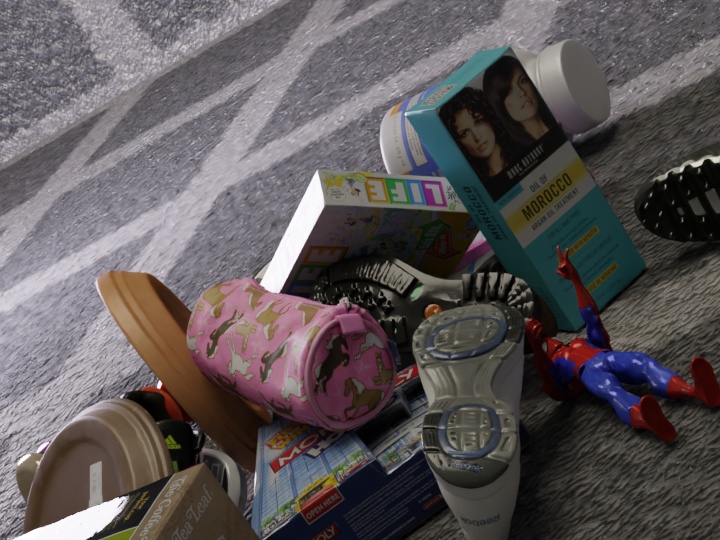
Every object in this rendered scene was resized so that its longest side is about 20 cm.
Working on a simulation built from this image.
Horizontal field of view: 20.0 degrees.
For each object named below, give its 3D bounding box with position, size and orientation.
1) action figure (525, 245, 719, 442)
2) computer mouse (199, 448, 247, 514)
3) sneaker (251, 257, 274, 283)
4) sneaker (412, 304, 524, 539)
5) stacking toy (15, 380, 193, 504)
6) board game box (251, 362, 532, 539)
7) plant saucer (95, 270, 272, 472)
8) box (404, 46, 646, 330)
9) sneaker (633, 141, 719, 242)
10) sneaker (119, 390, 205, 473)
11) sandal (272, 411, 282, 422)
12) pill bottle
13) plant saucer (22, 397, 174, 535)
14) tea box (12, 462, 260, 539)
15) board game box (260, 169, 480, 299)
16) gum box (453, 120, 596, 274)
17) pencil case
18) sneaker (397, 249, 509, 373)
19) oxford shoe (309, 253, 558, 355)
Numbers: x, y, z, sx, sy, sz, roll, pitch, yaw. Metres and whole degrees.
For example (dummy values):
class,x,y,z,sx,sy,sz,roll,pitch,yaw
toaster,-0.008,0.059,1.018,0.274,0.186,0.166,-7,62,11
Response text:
class,x,y,z,sx,sy,sz,roll,pitch,yaw
action figure,0.152,0.046,1.340,0.065,0.099,0.200,-33,13,-13
computer mouse,-0.142,0.176,1.599,0.200,0.044,0.110,2,80,51
sneaker,-0.028,0.000,1.860,0.200,0.074,0.088,-44,17,-30
sneaker,0.072,0.095,1.319,0.074,0.087,0.200,-3,35,10
stacking toy,-0.203,0.146,1.791,0.200,0.086,0.085,-39,16,-32
board game box,0.001,0.130,1.453,0.200,0.062,0.200,-36,17,-4
plant saucer,-0.133,0.073,1.624,0.037,0.200,0.200,-40,16,1
box,0.123,-0.059,1.503,0.082,0.200,0.049,-40,17,-20
sneaker,0.295,-0.079,1.479,0.199,0.067,0.091,-23,16,24
sneaker,-0.145,0.158,1.505,0.073,0.088,0.200,1,30,-28
sandal,-0.045,0.085,1.649,0.075,0.048,0.200,4,17,-14
pill bottle,0.126,-0.136,1.883,0.199,0.112,0.112,-23,19,33
plant saucer,-0.195,0.191,1.485,0.200,0.029,0.201,-19,66,51
tea box,-0.170,0.254,1.300,0.196,0.134,0.200,-25,19,33
board game box,0.000,0.000,1.577,0.200,0.134,0.034,119,146,-48
gum box,0.135,-0.044,1.678,0.113,0.066,0.200,-31,17,14
pencil case,-0.053,0.057,1.469,0.087,0.083,0.200,-45,25,-19
sneaker,0.079,0.029,1.571,0.200,0.072,0.073,-33,23,0
oxford shoe,0.052,0.037,1.496,0.199,0.084,0.073,10,80,32
